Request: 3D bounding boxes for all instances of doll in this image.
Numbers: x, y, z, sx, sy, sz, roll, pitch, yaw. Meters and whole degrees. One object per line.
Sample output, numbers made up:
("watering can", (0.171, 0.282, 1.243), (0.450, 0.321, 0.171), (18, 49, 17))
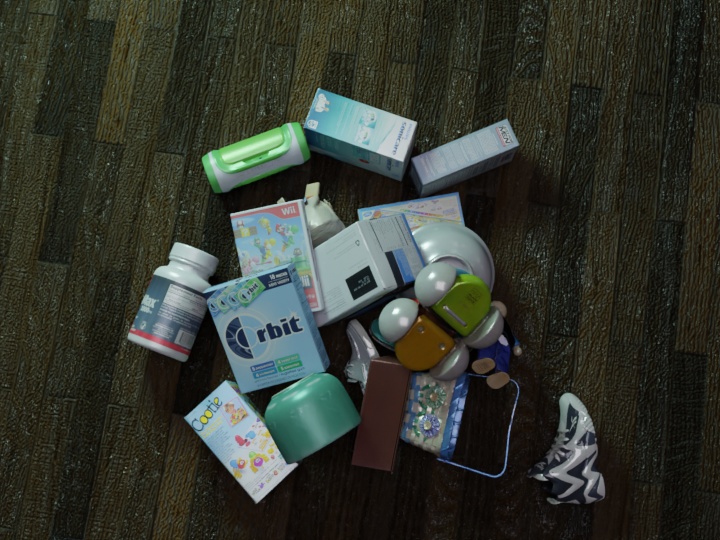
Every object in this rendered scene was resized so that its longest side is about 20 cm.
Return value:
("doll", (0.244, 0.119, 1.646), (0.048, 0.200, 0.136), (-36, 109, 31))

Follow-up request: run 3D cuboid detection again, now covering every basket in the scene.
("basket", (0.177, 0.270, 1.633), (0.199, 0.139, 0.178), (9, 81, 8))

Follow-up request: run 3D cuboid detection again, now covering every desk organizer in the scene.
("desk organizer", (0.037, 0.251, 1.619), (0.076, 0.072, 0.201), (10, 97, -3))

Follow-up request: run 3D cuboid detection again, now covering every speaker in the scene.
("speaker", (-0.200, -0.217, 1.744), (0.199, 0.088, 0.089), (-21, 81, -3))

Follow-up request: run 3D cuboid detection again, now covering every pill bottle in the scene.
("pill bottle", (-0.342, 0.057, 1.682), (0.119, 0.120, 0.201), (20, 81, 4))

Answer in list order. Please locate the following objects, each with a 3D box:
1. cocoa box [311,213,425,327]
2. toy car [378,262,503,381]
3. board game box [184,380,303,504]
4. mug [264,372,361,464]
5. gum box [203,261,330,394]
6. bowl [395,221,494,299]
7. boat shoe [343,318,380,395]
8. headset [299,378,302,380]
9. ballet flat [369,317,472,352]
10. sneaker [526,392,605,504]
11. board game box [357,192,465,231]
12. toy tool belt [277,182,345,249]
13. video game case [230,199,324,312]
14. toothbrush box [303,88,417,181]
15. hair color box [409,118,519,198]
("cocoa box", (0.000, 0.000, 1.635), (0.131, 0.200, 0.134), (-14, 78, -45))
("toy car", (0.137, 0.076, 1.563), (0.175, 0.150, 0.200), (40, 105, -17))
("board game box", (-0.210, 0.310, 1.648), (0.105, 0.103, 0.200), (-41, 83, -4))
("mug", (-0.094, 0.251, 1.574), (0.152, 0.185, 0.115), (-29, 87, -25))
("gum box", (-0.167, 0.104, 1.613), (0.169, 0.045, 0.201), (-16, 100, 16))
("bowl", (0.158, 0.012, 1.674), (0.200, 0.090, 0.203), (0, 97, -3))
("boat shoe", (0.008, 0.192, 1.682), (0.071, 0.070, 0.202), (-23, 84, -9))
("headset", (-0.172, 0.125, 1.682), (0.123, 0.094, 0.200), (-40, 99, -6))
("ballet flat", (0.114, 0.133, 1.692), (0.199, 0.072, 0.073), (8, 81, 2))
("sneaker", (0.361, 0.333, 1.651), (0.129, 0.079, 0.201), (-11, 91, -10))
("board game box", (0.103, -0.067, 1.742), (0.199, 0.034, 0.135), (-9, 81, -1))
("toy tool belt", (-0.136, -0.071, 1.712), (0.199, 0.125, 0.123), (-35, 61, 8))
("video game case", (-0.151, -0.016, 1.629), (0.142, 0.017, 0.201), (-10, 93, 18))
("toothbrush box", (0.001, -0.255, 1.718), (0.199, 0.146, 0.086), (19, 82, 2))
("hair color box", (0.197, -0.213, 1.732), (0.199, 0.099, 0.061), (-22, 80, -3))
